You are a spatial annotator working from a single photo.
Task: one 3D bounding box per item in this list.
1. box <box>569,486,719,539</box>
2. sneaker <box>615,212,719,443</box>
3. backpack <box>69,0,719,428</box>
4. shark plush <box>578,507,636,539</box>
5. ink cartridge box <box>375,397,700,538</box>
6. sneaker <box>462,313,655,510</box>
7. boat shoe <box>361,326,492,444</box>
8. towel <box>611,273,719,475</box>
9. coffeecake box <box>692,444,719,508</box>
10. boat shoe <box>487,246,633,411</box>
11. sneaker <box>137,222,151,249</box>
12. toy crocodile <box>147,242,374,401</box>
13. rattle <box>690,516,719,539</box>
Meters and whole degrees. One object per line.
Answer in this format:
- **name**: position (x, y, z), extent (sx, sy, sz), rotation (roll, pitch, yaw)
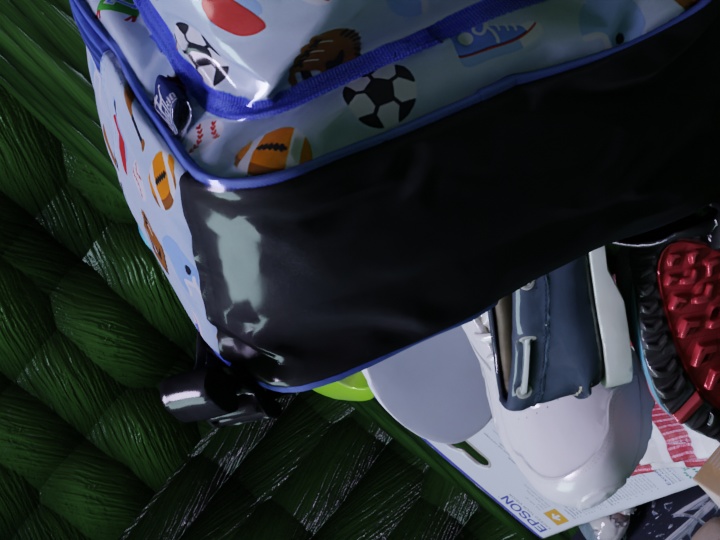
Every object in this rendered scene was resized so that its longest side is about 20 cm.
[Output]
- **box**: position (0.227, 0.241, 1.250), extent (0.124, 0.197, 0.200), rotation (45, 172, -29)
- **sneaker**: position (0.152, 0.035, 0.836), extent (0.095, 0.079, 0.200), rotation (37, 172, 46)
- **backpack**: position (-0.001, -0.072, 0.562), extent (0.190, 0.199, 0.155), rotation (-137, 32, -56)
- **shark plush**: position (0.138, 0.117, 1.323), extent (0.091, 0.084, 0.200), rotation (4, -160, -34)
- **ink cartridge box**: position (0.107, 0.075, 1.171), extent (0.196, 0.043, 0.200), rotation (41, 147, -11)
- **sneaker**: position (0.067, 0.018, 0.854), extent (0.099, 0.078, 0.200), rotation (34, -151, -43)
- **boat shoe**: position (0.000, 0.000, 0.929), extent (0.200, 0.070, 0.066), rotation (50, 180, -25)
- **towel**: position (0.139, 0.063, 1.048), extent (0.144, 0.023, 0.200), rotation (43, 152, -17)
- **coffeecake box**: position (0.281, 0.159, 0.944), extent (0.153, 0.073, 0.200), rotation (33, 170, 49)
- **boat shoe**: position (0.059, -0.030, 0.747), extent (0.075, 0.062, 0.200), rotation (-113, 5, -55)
- **sneaker**: position (-0.102, -0.053, 1.445), extent (0.080, 0.131, 0.200), rotation (45, 171, -29)
- **toy crocodile**: position (-0.051, -0.004, 0.957), extent (0.062, 0.068, 0.200), rotation (8, 139, 45)
- **rattle**: position (0.203, 0.216, 0.865), extent (0.200, 0.143, 0.130), rotation (44, 160, 43)
